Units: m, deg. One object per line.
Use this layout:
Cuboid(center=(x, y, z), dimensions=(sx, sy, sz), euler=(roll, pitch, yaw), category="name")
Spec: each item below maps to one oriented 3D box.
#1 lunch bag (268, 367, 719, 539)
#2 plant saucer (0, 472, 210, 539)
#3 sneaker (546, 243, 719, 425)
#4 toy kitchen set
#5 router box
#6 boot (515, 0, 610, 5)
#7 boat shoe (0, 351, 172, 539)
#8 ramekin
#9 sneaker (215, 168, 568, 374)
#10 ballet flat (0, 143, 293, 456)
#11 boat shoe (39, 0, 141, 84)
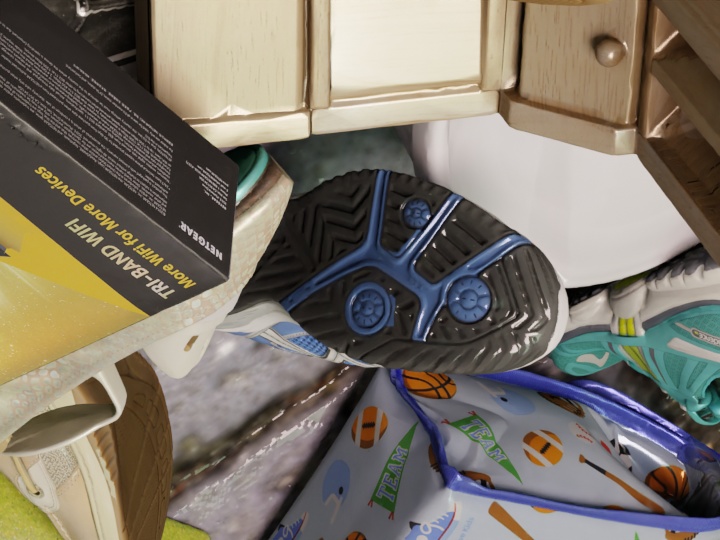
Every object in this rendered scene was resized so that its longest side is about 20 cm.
Cuboid(center=(0.067, 0.138, 1.122), dimensions=(0.200, 0.124, 0.170), euler=(14, 123, -30), category="lunch bag")
Cuboid(center=(-0.183, 0.180, 1.048), dimensions=(0.200, 0.048, 0.200), euler=(-49, 136, 13), category="plant saucer")
Cuboid(center=(0.140, 0.033, 1.051), dimensions=(0.077, 0.200, 0.080), euler=(-26, 93, -20), category="sneaker")
Cuboid(center=(0.039, -0.097, 0.744), dimensions=(0.199, 0.181, 0.164), euler=(-7, 123, -13), category="toy kitchen set")
Cuboid(center=(-0.161, -0.038, 0.750), dimensions=(0.157, 0.052, 0.200), euler=(-24, 135, 31), category="router box")
Cuboid(center=(0.005, -0.173, 0.694), dimensions=(0.073, 0.200, 0.156), euler=(31, 82, -79), category="boot")
Cuboid(center=(-0.126, 0.059, 0.974), dimensions=(0.065, 0.072, 0.200), euler=(3, 138, 15), category="boat shoe")
Cuboid(center=(0.095, -0.098, 0.955), dimensions=(0.202, 0.094, 0.203), euler=(-19, 135, -20), category="ramekin")
Cuboid(center=(0.000, 0.000, 0.929), dimensions=(0.077, 0.200, 0.076), euler=(16, 87, -54), category="sneaker")
Cuboid(center=(-0.092, 0.020, 0.858), dimensions=(0.200, 0.068, 0.062), euler=(-28, 115, 26), category="ballet flat")
Cuboid(center=(-0.128, -0.095, 0.825), dimensions=(0.199, 0.071, 0.064), euler=(-15, 135, -21), category="boat shoe")
